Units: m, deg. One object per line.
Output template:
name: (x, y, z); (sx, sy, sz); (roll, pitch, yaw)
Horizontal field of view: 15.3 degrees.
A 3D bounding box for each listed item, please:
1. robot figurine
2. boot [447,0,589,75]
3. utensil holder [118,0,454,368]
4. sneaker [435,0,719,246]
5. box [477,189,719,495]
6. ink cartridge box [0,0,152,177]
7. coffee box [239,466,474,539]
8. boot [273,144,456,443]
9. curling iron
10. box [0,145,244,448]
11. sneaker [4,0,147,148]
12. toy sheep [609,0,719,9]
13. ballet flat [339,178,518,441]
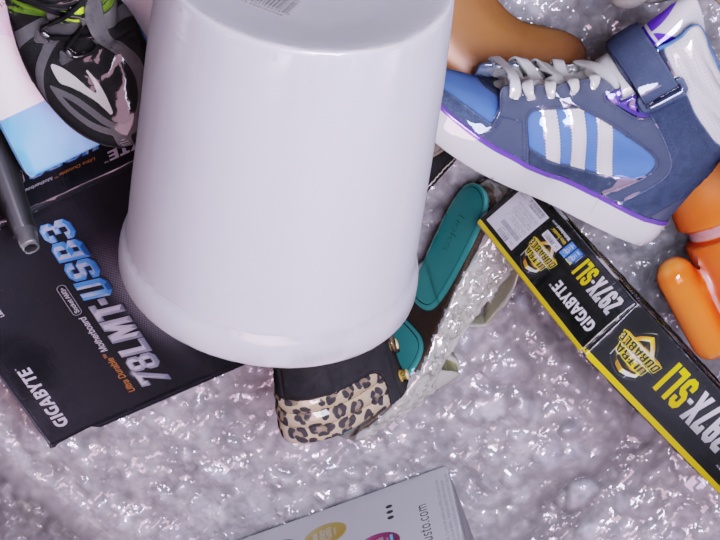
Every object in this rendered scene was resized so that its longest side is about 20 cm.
robot figurine: (0.264, -0.010, 1.658); (0.143, 0.117, 0.201); (-24, 96, 24)
boot: (0.051, -0.189, 1.611); (0.199, 0.074, 0.156); (5, 106, -9)
utensil holder: (-0.039, -0.078, 1.441); (0.169, 0.170, 0.201); (5, 127, -6)
sneaker: (0.132, -0.114, 1.563); (0.199, 0.081, 0.147); (26, 107, -21)
box: (0.171, 0.050, 1.632); (0.049, 0.160, 0.200); (-43, 127, 4)
ink cartridge box: (-0.182, -0.184, 1.563); (0.125, 0.129, 0.201); (-23, 111, 4)
coffee box: (0.005, 0.283, 1.716); (0.197, 0.200, 0.201); (-19, 112, 4)
boot: (0.000, 0.000, 1.637); (0.073, 0.200, 0.151); (11, 124, 35)
curling iron: (-0.229, -0.090, 1.578); (0.026, 0.201, 0.049); (-39, 151, 26)
box: (-0.145, 0.001, 1.639); (0.198, 0.050, 0.200); (-24, 136, 3)
sneaker: (-0.166, -0.152, 1.463); (0.070, 0.083, 0.201); (-20, 113, 0)
toy sheep: (0.155, -0.224, 1.574); (0.200, 0.138, 0.138); (39, 104, -4)
ballet flat: (0.052, 0.035, 1.699); (0.072, 0.072, 0.200); (31, 106, -14)
